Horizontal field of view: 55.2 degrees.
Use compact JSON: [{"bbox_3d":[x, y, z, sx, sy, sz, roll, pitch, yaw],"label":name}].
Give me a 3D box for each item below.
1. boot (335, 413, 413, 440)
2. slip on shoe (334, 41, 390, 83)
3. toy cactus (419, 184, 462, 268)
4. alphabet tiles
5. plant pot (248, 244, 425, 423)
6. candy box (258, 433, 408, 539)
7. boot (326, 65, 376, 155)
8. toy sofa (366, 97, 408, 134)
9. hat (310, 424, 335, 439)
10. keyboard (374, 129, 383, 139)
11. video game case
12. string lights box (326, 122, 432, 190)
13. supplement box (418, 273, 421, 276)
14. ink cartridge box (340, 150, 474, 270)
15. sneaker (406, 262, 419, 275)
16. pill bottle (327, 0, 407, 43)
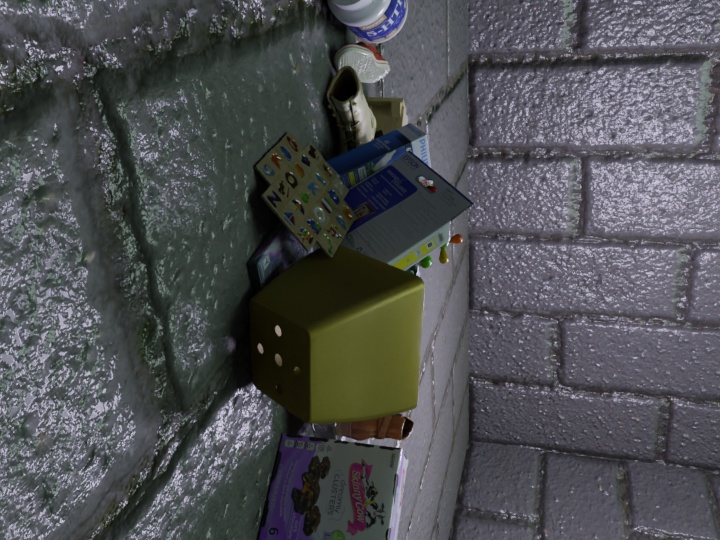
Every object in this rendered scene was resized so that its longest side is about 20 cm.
[{"bbox_3d":[0.032,0.291,1.371,0.200,0.152,0.075,-36,128,-70],"label":"boot"},{"bbox_3d":[-0.003,-0.399,1.301,0.062,0.074,0.200,58,24,4],"label":"slip on shoe"},{"bbox_3d":[0.119,-0.107,1.333,0.165,0.101,0.202,53,-15,45],"label":"toy cactus"},{"bbox_3d":[-0.076,-0.113,1.011,0.167,0.006,0.201,50,32,-15],"label":"alphabet tiles"},{"bbox_3d":[-0.046,0.097,0.956,0.175,0.199,0.203,-17,118,-39],"label":"plant pot"},{"bbox_3d":[-0.037,0.351,1.053,0.072,0.197,0.170,68,29,-57],"label":"candy box"},{"bbox_3d":[-0.018,-0.245,1.239,0.156,0.072,0.203,63,32,-62],"label":"boot"},{"bbox_3d":[0.049,-0.257,1.459,0.098,0.081,0.203,42,52,-77],"label":"toy sofa"},{"bbox_3d":[-0.039,0.190,1.167,0.200,0.080,0.204,-12,90,-78],"label":"hat"},{"bbox_3d":[0.056,-0.170,1.331,0.127,0.020,0.203,153,-77,-81],"label":"keyboard"},{"bbox_3d":[-0.113,-0.003,1.047,0.201,0.019,0.145,-63,152,-53],"label":"video game case"},{"bbox_3d":[0.024,-0.165,1.196,0.059,0.198,0.104,48,-21,46],"label":"string lights box"},{"bbox_3d":[0.068,0.013,1.543,0.200,0.102,0.103,63,34,-63],"label":"supplement box"},{"bbox_3d":[0.050,-0.085,1.092,0.198,0.198,0.047,50,-13,45],"label":"ink cartridge box"},{"bbox_3d":[0.000,0.000,1.132,0.088,0.197,0.075,-86,154,-56],"label":"sneaker"},{"bbox_3d":[0.006,-0.478,1.195,0.200,0.118,0.122,-17,110,-73],"label":"pill bottle"}]
